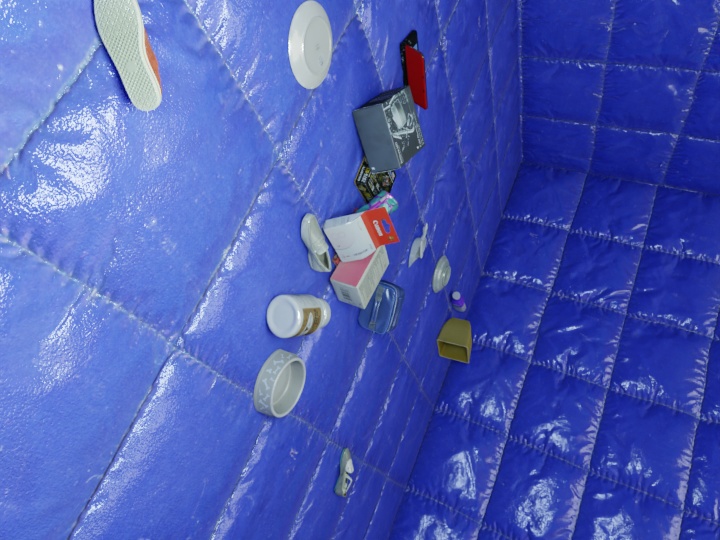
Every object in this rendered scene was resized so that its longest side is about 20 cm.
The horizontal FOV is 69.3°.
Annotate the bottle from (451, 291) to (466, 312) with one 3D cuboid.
[{"bbox_3d":[0.592,0.190,3.153,0.067,0.082,0.201,-65,154,-17],"label":"bottle"}]

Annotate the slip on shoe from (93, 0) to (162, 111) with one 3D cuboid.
[{"bbox_3d":[-0.372,-0.367,0.845,0.062,0.072,0.205,-99,180,-58],"label":"slip on shoe"}]

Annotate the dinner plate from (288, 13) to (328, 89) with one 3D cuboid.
[{"bbox_3d":[-0.116,-0.564,1.311,0.200,0.024,0.205,-44,142,-48],"label":"dinner plate"}]

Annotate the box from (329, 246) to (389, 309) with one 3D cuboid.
[{"bbox_3d":[0.000,0.000,1.725,0.203,0.106,0.129,-60,151,-28],"label":"box"}]

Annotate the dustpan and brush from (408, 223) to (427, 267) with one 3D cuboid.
[{"bbox_3d":[0.268,-0.121,2.321,0.139,0.056,0.205,-42,139,-50],"label":"dustpan and brush"}]

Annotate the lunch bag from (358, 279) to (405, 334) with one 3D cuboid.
[{"bbox_3d":[0.074,0.144,1.973,0.131,0.133,0.206,-2,107,-63],"label":"lunch bag"}]

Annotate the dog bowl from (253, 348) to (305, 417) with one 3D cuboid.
[{"bbox_3d":[-0.230,0.335,1.529,0.200,0.057,0.205,-42,139,-51],"label":"dog bowl"}]

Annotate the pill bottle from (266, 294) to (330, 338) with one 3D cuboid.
[{"bbox_3d":[-0.168,0.126,1.478,0.199,0.112,0.118,4,101,-65],"label":"pill bottle"}]

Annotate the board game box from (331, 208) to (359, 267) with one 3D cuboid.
[{"bbox_3d":[-0.034,-0.095,1.750,0.204,0.019,0.103,-67,155,-18],"label":"board game box"}]

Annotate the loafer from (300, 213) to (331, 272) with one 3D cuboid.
[{"bbox_3d":[-0.124,-0.077,1.509,0.071,0.068,0.203,-55,149,-34],"label":"loafer"}]

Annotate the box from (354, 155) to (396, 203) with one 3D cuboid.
[{"bbox_3d":[0.055,-0.313,1.782,0.164,0.048,0.200,-71,155,-15],"label":"box"}]

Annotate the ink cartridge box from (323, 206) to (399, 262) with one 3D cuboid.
[{"bbox_3d":[0.005,-0.106,1.599,0.164,0.194,0.058,60,31,-46],"label":"ink cartridge box"}]

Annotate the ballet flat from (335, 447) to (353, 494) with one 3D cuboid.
[{"bbox_3d":[-0.058,0.843,2.168,0.067,0.062,0.206,1,102,-64],"label":"ballet flat"}]

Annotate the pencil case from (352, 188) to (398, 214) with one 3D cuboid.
[{"bbox_3d":[0.029,-0.181,1.696,0.199,0.085,0.093,-40,159,-25],"label":"pencil case"}]

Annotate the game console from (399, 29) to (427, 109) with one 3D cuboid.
[{"bbox_3d":[0.207,-0.697,1.807,0.174,0.116,0.203,-56,150,-34],"label":"game console"}]

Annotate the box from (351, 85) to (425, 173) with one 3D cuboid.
[{"bbox_3d":[0.093,-0.444,1.642,0.197,0.121,0.204,-45,124,-43],"label":"box"}]

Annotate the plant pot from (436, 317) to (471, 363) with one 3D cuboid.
[{"bbox_3d":[0.584,0.406,3.146,0.198,0.189,0.203,72,36,-49],"label":"plant pot"}]

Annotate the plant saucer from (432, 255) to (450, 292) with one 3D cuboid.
[{"bbox_3d":[0.441,0.023,2.783,0.200,0.049,0.205,-43,140,-50],"label":"plant saucer"}]
